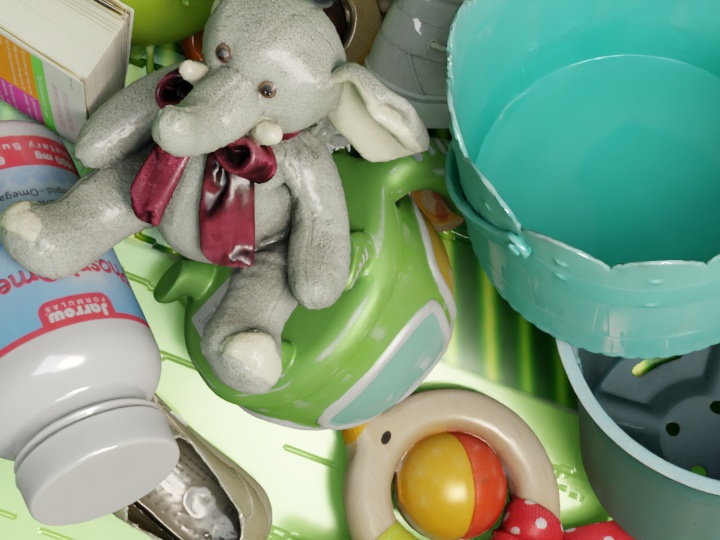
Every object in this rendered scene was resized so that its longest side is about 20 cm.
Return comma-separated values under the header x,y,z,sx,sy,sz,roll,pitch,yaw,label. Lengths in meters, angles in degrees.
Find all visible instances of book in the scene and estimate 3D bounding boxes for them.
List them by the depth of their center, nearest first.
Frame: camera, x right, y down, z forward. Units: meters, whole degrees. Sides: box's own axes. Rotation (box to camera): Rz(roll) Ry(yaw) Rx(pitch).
x,y,z,sx,sy,sz,roll,pitch,yaw,label
-0.217,-0.140,1.126,0.200,0.134,0.048,31,71,3,book

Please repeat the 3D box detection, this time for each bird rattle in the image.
x,y,z,sx,sy,sz,roll,pitch,yaw,label
0.063,0.146,1.224,0.199,0.113,0.163,-7,78,-11,bird rattle

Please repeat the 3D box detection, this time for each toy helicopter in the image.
x,y,z,sx,sy,sz,roll,pitch,yaw,label
0.003,-0.109,1.223,0.132,0.079,0.200,-44,109,-13,toy helicopter

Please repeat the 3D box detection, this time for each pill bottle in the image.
x,y,z,sx,sy,sz,roll,pitch,yaw,label
-0.171,0.028,1.134,0.109,0.109,0.200,-25,65,-6,pill bottle

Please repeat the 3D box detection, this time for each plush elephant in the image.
x,y,z,sx,sy,sz,roll,pitch,yaw,label
-0.059,-0.068,1.046,0.165,0.155,0.200,35,61,18,plush elephant

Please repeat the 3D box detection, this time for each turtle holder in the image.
x,y,z,sx,sy,sz,roll,pitch,yaw,label
-0.009,0.001,1.186,0.132,0.141,0.186,31,78,-44,turtle holder

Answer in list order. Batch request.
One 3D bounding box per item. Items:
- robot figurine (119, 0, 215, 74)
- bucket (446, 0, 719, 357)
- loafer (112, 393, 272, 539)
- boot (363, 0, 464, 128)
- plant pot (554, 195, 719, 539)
x,y,z,sx,sy,sz,roll,pitch,yaw,label
-0.123,-0.209,1.147,0.115,0.176,0.200,-7,68,-21,robot figurine
0.137,-0.065,1.035,0.207,0.135,0.208,0,64,1,bucket
-0.132,0.098,1.203,0.200,0.068,0.076,33,88,-9,loafer
0.094,-0.134,1.175,0.200,0.074,0.096,-10,132,-42,boot
0.199,0.060,1.165,0.200,0.196,0.201,-1,66,2,plant pot
